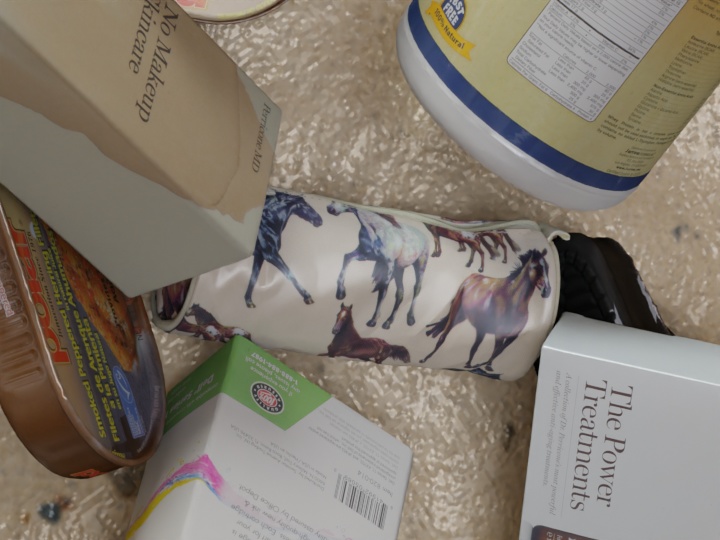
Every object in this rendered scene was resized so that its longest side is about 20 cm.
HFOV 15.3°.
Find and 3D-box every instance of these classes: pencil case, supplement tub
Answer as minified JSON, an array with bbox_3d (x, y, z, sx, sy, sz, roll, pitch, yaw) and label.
[{"bbox_3d":[0.000,0.000,1.315,0.198,0.078,0.090,9,112,-14],"label":"pencil case"},{"bbox_3d":[0.124,-0.144,1.265,0.144,0.145,0.200,31,115,-14],"label":"supplement tub"}]

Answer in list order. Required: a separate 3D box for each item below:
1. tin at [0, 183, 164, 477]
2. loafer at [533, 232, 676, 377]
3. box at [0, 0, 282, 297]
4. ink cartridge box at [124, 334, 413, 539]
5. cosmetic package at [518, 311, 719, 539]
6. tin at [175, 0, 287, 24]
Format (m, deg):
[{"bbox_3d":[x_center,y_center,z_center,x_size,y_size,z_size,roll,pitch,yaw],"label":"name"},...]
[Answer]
[{"bbox_3d":[-0.148,-0.001,1.246,0.042,0.112,0.201,-19,87,16],"label":"tin"},{"bbox_3d":[0.149,0.067,1.371,0.071,0.073,0.201,-33,105,-38],"label":"loafer"},{"bbox_3d":[-0.127,-0.086,1.189,0.200,0.077,0.096,43,43,-39],"label":"box"},{"bbox_3d":[-0.051,0.146,1.257,0.117,0.067,0.201,34,43,-21],"label":"ink cartridge box"},{"bbox_3d":[0.154,0.134,1.315,0.150,0.052,0.202,11,114,14],"label":"cosmetic package"},{"bbox_3d":[-0.114,-0.181,1.293,0.198,0.042,0.113,9,89,-14],"label":"tin"}]
